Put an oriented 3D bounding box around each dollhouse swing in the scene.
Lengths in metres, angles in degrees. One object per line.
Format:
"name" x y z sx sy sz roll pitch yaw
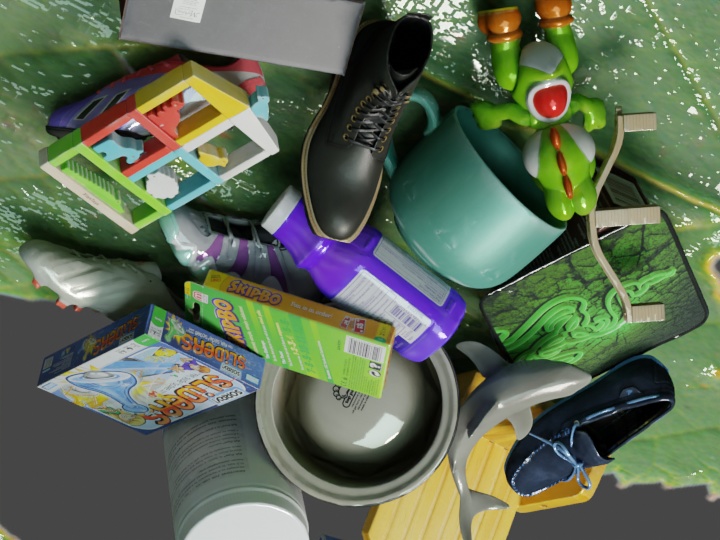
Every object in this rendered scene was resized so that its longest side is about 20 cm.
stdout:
"dollhouse swing" 0.128 0.232 1.730 0.199 0.177 0.181 29 152 -28

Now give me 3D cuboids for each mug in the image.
"mug" 0.092 -0.071 1.549 0.114 0.185 0.152 -43 154 19

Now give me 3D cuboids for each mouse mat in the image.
"mouse mat" 0.229 0.038 1.607 0.199 0.008 0.161 -27 127 8

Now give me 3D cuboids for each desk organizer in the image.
"desk organizer" -0.105 -0.231 1.424 0.199 0.077 0.072 7 123 -16

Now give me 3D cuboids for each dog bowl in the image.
"dog bowl" 0.000 0.126 1.621 0.199 0.074 0.202 0 90 6

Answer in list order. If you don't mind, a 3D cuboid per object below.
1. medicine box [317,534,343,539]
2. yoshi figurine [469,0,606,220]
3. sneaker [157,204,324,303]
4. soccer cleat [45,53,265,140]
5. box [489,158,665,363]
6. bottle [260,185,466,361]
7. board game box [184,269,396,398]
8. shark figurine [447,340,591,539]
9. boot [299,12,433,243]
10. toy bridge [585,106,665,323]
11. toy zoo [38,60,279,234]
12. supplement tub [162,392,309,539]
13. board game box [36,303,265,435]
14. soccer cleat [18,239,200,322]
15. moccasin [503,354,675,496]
"medicine box" 0.001 0.422 1.897 0.181 0.103 0.201 18 121 -23
"yoshi figurine" 0.169 -0.146 1.513 0.112 0.112 0.201 -9 96 43
"sneaker" -0.088 -0.036 1.575 0.140 0.078 0.200 -39 133 14
"soccer cleat" -0.183 -0.156 1.479 0.199 0.068 0.074 -7 103 -2
"box" 0.208 0.001 1.641 0.075 0.100 0.200 21 119 -24
"bottle" 0.000 0.000 1.527 0.200 0.065 0.084 37 142 -8
"board game box" -0.068 0.058 1.547 0.199 0.030 0.096 15 145 4
"shark figurine" 0.116 0.161 1.609 0.128 0.090 0.215 29 115 3
"boot" 0.006 -0.126 1.431 0.077 0.138 0.201 9 88 -17
"toy bridge" 0.243 -0.051 1.534 0.067 0.027 0.201 -5 97 -2
"toy zoo" -0.163 -0.112 1.452 0.199 0.021 0.131 -28 141 20
"supplement tub" -0.127 0.211 1.658 0.131 0.200 0.133 -5 126 -7
"board game box" -0.204 0.099 1.603 0.135 0.035 0.200 28 147 -30
"soccer cleat" -0.235 0.011 1.583 0.200 0.069 0.078 33 104 -35
"moccasin" 0.225 0.162 1.649 0.080 0.068 0.200 33 112 -34
